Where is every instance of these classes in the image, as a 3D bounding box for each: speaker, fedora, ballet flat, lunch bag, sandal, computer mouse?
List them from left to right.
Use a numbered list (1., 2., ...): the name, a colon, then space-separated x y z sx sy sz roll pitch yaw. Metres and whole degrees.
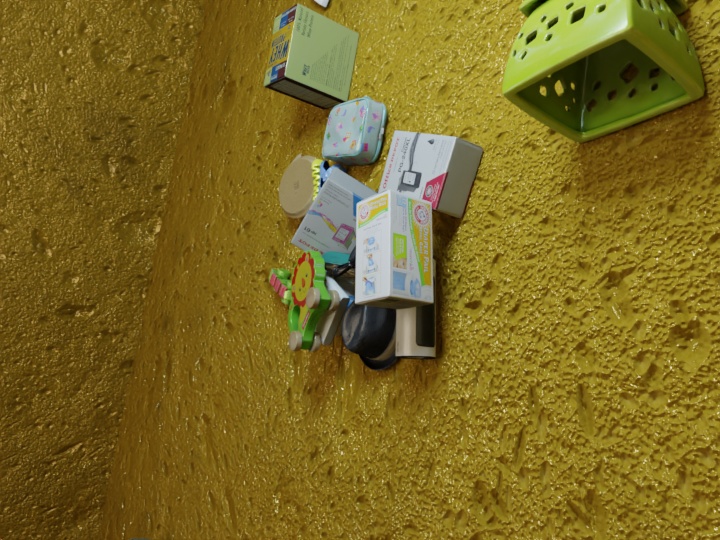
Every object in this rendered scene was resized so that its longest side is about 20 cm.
1. sandal: -0.078 -0.205 1.442 0.087 0.079 0.200 -8 83 20
2. lunch bag: -0.014 -0.353 1.386 0.200 0.077 0.161 12 90 55
3. ballet flat: 0.000 0.000 1.261 0.200 0.072 0.068 5 49 29
4. fedora: 0.020 0.116 1.194 0.200 0.091 0.201 -18 67 51
5. computer mouse: 0.027 -0.059 1.164 0.140 0.200 0.046 -25 99 44
6. speaker: 0.111 0.074 1.092 0.081 0.081 0.200 -15 68 52

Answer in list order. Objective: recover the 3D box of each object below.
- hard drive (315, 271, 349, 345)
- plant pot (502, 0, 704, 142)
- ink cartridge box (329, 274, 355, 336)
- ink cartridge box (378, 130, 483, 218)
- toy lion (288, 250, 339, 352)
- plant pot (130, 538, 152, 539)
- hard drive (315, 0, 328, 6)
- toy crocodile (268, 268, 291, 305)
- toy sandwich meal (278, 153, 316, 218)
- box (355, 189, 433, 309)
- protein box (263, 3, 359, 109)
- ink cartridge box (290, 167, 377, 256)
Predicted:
1. hard drive: -0.102 0.069 1.318 0.200 0.026 0.132 46 120 47
2. plant pot: 0.343 -0.326 0.780 0.200 0.199 0.182 -13 65 53
3. ink cartridge box: -0.077 0.050 1.372 0.116 0.067 0.200 -51 44 35
4. ink cartridge box: 0.137 -0.202 1.125 0.200 0.083 0.146 26 103 53
5. toy lion: -0.126 0.062 1.280 0.200 0.069 0.192 -66 33 26
6. plant pot: -0.786 1.099 2.028 0.200 0.134 0.201 -21 63 51
7. hard drive: -0.096 -0.934 1.688 0.200 0.026 0.132 -60 39 24
8. toy crocodile: -0.227 0.044 1.591 0.200 0.062 0.068 41 114 52
9. toy sandwich meal: -0.162 -0.239 1.578 0.205 0.070 0.206 -11 73 41
10. box: 0.063 -0.036 1.024 0.101 0.112 0.200 -16 70 51
11. protein box: -0.136 -0.583 1.512 0.135 0.200 0.199 7 87 55
12. ink cartridge box: -0.055 -0.118 1.306 0.200 0.144 0.085 -56 8 31
